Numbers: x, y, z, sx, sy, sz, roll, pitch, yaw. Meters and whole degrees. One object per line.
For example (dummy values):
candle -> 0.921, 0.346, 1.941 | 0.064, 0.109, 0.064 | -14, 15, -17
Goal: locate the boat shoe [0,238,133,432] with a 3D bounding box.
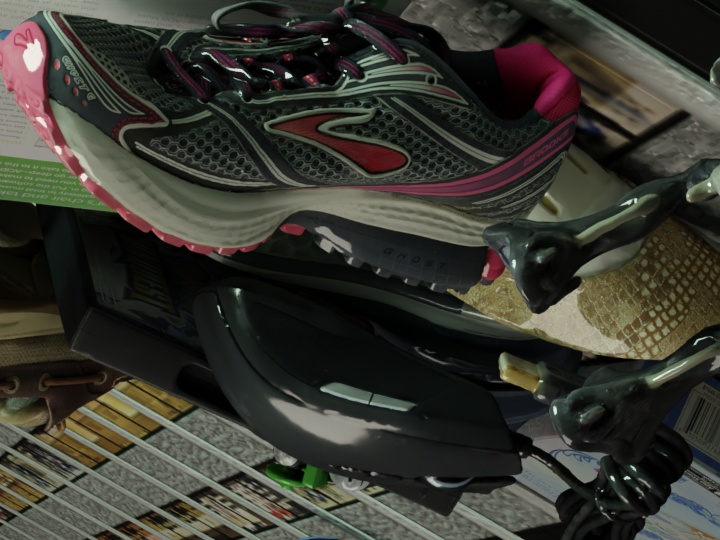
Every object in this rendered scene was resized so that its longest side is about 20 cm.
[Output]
boat shoe -> -0.145, 0.033, 1.142 | 0.072, 0.072, 0.200 | 35, -166, 25

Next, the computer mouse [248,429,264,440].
computer mouse -> -0.077, 0.046, 1.352 | 0.200, 0.046, 0.140 | 39, 166, 0

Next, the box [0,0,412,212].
box -> -0.082, -0.072, 0.867 | 0.143, 0.037, 0.200 | 6, 156, -20

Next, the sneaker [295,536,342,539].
sneaker -> 0.032, 0.229, 1.778 | 0.199, 0.071, 0.078 | 20, 159, 8

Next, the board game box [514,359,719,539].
board game box -> 0.172, 0.110, 1.177 | 0.199, 0.044, 0.199 | 32, 164, -15

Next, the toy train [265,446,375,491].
toy train -> 0.016, 0.080, 1.227 | 0.056, 0.042, 0.200 | 19, -170, 20

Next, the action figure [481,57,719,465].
action figure -> 0.132, -0.029, 0.695 | 0.199, 0.102, 0.119 | -30, 96, 28

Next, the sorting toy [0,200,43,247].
sorting toy -> -0.246, -0.081, 1.173 | 0.185, 0.037, 0.200 | 38, -172, 32

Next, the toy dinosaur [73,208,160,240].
toy dinosaur -> -0.107, -0.045, 1.104 | 0.200, 0.077, 0.102 | 44, 173, -35

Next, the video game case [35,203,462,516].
video game case -> -0.053, 0.026, 1.142 | 0.180, 0.026, 0.200 | 26, -168, -18

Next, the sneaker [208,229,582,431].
sneaker -> 0.000, 0.002, 1.068 | 0.201, 0.077, 0.146 | 23, 161, 14

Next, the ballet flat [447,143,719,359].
ballet flat -> 0.044, -0.026, 0.933 | 0.199, 0.071, 0.065 | 19, 148, 19

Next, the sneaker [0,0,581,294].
sneaker -> -0.021, -0.053, 0.785 | 0.199, 0.075, 0.081 | 8, -144, -40

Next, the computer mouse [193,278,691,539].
computer mouse -> 0.025, 0.058, 0.972 | 0.199, 0.046, 0.140 | 27, 159, -3
